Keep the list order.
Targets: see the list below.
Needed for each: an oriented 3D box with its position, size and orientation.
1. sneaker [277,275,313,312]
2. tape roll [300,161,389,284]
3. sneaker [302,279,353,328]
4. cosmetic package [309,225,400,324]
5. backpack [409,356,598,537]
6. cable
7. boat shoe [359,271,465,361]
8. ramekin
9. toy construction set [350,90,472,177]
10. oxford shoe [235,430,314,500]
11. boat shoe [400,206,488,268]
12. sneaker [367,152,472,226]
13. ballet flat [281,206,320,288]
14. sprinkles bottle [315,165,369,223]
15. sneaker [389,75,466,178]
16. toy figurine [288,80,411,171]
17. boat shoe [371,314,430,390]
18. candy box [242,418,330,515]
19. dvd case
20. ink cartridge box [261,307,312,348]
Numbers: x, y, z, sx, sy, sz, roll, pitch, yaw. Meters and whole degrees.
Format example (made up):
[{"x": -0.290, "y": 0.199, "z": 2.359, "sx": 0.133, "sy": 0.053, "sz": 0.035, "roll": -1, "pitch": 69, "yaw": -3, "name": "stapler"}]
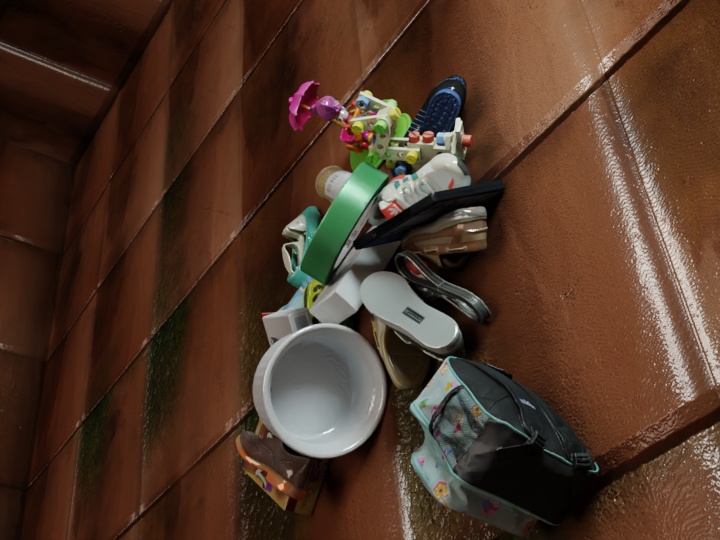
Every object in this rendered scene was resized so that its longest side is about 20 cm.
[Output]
[{"x": -0.092, "y": 0.061, "z": 1.696, "sx": 0.131, "sy": 0.080, "sz": 0.200, "roll": -55, "pitch": 10, "yaw": -15, "name": "sneaker"}, {"x": -0.025, "y": -0.074, "z": 1.483, "sx": 0.201, "sy": 0.048, "sz": 0.200, "roll": -58, "pitch": -4, "yaw": -6, "name": "tape roll"}, {"x": -0.047, "y": 0.112, "z": 1.576, "sx": 0.074, "sy": 0.084, "sz": 0.200, "roll": 0, "pitch": 91, "yaw": 55, "name": "sneaker"}, {"x": 0.000, "y": 0.000, "z": 1.497, "sx": 0.083, "sy": 0.051, "sz": 0.200, "roll": -39, "pitch": 13, "yaw": 49, "name": "cosmetic package"}, {"x": 0.148, "y": 0.195, "z": 1.079, "sx": 0.153, "sy": 0.176, "sz": 0.200, "roll": -56, "pitch": 27, "yaw": 17, "name": "backpack"}, {"x": 0.117, "y": 0.016, "z": 1.346, "sx": 0.050, "sy": 0.097, "sz": 0.200, "roll": -35, "pitch": 25, "yaw": -24, "name": "cable"}, {"x": 0.072, "y": 0.072, "z": 1.351, "sx": 0.071, "sy": 0.064, "sz": 0.200, "roll": -41, "pitch": 47, "yaw": -10, "name": "boat shoe"}, {"x": -0.068, "y": 0.182, "z": 1.445, "sx": 0.098, "sy": 0.200, "sz": 0.201, "roll": -8, "pitch": 65, "yaw": 66, "name": "ramekin"}, {"x": 0.086, "y": -0.202, "z": 1.443, "sx": 0.200, "sy": 0.131, "sz": 0.092, "roll": 16, "pitch": 44, "yaw": 28, "name": "toy construction set"}, {"x": -0.133, "y": 0.296, "z": 1.514, "sx": 0.200, "sy": 0.071, "sz": 0.073, "roll": 25, "pitch": 85, "yaw": 51, "name": "oxford shoe"}, {"x": 0.120, "y": -0.036, "z": 1.374, "sx": 0.200, "sy": 0.076, "sz": 0.072, "roll": -27, "pitch": 76, "yaw": 66, "name": "boat shoe"}, {"x": 0.082, "y": -0.108, "z": 1.396, "sx": 0.093, "sy": 0.070, "sz": 0.200, "roll": -47, "pitch": 16, "yaw": -29, "name": "sneaker"}, {"x": -0.114, "y": -0.052, "z": 1.792, "sx": 0.067, "sy": 0.070, "sz": 0.200, "roll": -42, "pitch": 39, "yaw": 42, "name": "ballet flat"}, {"x": -0.015, "y": -0.138, "z": 1.675, "sx": 0.200, "sy": 0.068, "sz": 0.068, "roll": 35, "pitch": 103, "yaw": 61, "name": "sprinkles bottle"}, {"x": 0.115, "y": -0.226, "z": 1.518, "sx": 0.200, "sy": 0.070, "sz": 0.078, "roll": -55, "pitch": 4, "yaw": 42, "name": "sneaker"}, {"x": -0.035, "y": -0.267, "z": 1.670, "sx": 0.200, "sy": 0.184, "sz": 0.150, "roll": 11, "pitch": 83, "yaw": 61, "name": "toy figurine"}, {"x": 0.058, "y": 0.101, "z": 1.413, "sx": 0.066, "sy": 0.074, "sz": 0.200, "roll": 104, "pitch": 163, "yaw": -47, "name": "boat shoe"}, {"x": -0.128, "y": 0.323, "z": 1.603, "sx": 0.200, "sy": 0.056, "sz": 0.117, "roll": 18, "pitch": 89, "yaw": 63, "name": "candy box"}, {"x": 0.097, "y": -0.080, "z": 1.379, "sx": 0.200, "sy": 0.143, "sz": 0.018, "roll": -29, "pitch": 78, "yaw": 51, "name": "dvd case"}, {"x": -0.118, "y": 0.167, "z": 1.577, "sx": 0.176, "sy": 0.045, "sz": 0.200, "roll": -9, "pitch": 97, "yaw": 57, "name": "ink cartridge box"}]
